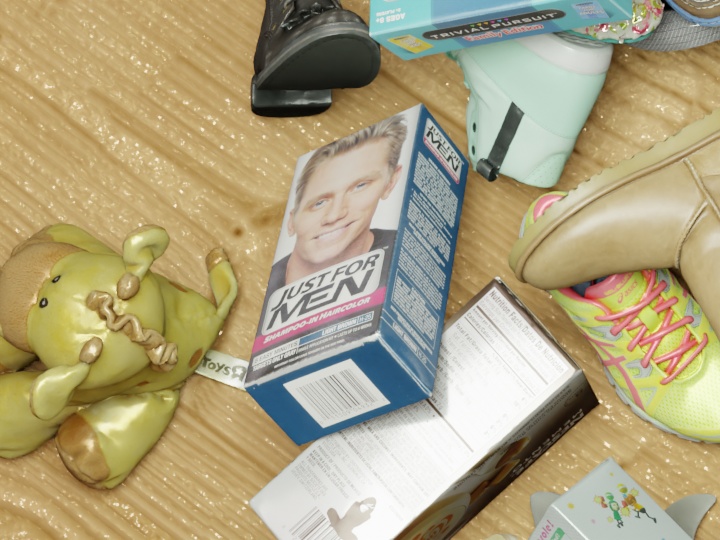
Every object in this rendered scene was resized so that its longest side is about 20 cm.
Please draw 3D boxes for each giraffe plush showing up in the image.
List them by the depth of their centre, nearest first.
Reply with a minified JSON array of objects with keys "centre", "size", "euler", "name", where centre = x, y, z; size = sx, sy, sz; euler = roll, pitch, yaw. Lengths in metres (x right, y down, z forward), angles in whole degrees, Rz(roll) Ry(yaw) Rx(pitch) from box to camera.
[{"centre":[-0.165,0.040,1.474],"size":[0.199,0.162,0.174],"euler":[0,78,11],"name":"giraffe plush"}]

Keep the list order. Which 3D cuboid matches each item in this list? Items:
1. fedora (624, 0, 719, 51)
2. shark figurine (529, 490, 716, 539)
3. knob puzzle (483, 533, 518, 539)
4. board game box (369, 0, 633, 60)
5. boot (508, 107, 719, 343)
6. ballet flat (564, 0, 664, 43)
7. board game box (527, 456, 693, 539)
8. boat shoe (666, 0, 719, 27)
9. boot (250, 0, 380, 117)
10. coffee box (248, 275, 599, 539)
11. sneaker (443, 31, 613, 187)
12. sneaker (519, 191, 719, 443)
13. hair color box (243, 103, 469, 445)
[{"centre":[0.213,-0.219,1.498],"size":[0.199,0.090,0.178],"euler":[-29,71,15],"name":"fedora"},{"centre":[0.214,0.166,1.420],"size":[0.213,0.089,0.129],"euler":[-15,77,9],"name":"shark figurine"},{"centre":[0.079,0.250,1.378],"size":[0.030,0.219,0.221],"euler":[5,76,-27],"name":"knob puzzle"},{"centre":[0.082,-0.235,1.406],"size":[0.150,0.047,0.201],"euler":[-8,71,30],"name":"board game box"},{"centre":[0.200,0.024,1.357],"size":[0.175,0.066,0.201],"euler":[-33,67,8],"name":"boot"},{"centre":[0.095,-0.199,1.451],"size":[0.199,0.064,0.076],"euler":[30,58,31],"name":"ballet flat"},{"centre":[0.169,0.229,1.380],"size":[0.200,0.148,0.064],"euler":[45,49,15],"name":"board game box"},{"centre":[0.174,-0.238,1.427],"size":[0.072,0.072,0.201],"euler":[-28,70,17],"name":"boat shoe"},{"centre":[-0.040,-0.194,1.496],"size":[0.069,0.200,0.175],"euler":[0,83,-16],"name":"boot"},{"centre":[0.041,0.109,1.449],"size":[0.200,0.114,0.080],"euler":[-42,74,-2],"name":"coffee box"},{"centre":[0.066,-0.130,1.517],"size":[0.200,0.073,0.119],"euler":[41,124,40],"name":"sneaker"},{"centre":[0.165,0.027,1.455],"size":[0.078,0.090,0.200],"euler":[-45,75,-3],"name":"sneaker"},{"centre":[0.000,0.000,1.440],"size":[0.100,0.061,0.201],"euler":[-22,36,29],"name":"hair color box"}]
